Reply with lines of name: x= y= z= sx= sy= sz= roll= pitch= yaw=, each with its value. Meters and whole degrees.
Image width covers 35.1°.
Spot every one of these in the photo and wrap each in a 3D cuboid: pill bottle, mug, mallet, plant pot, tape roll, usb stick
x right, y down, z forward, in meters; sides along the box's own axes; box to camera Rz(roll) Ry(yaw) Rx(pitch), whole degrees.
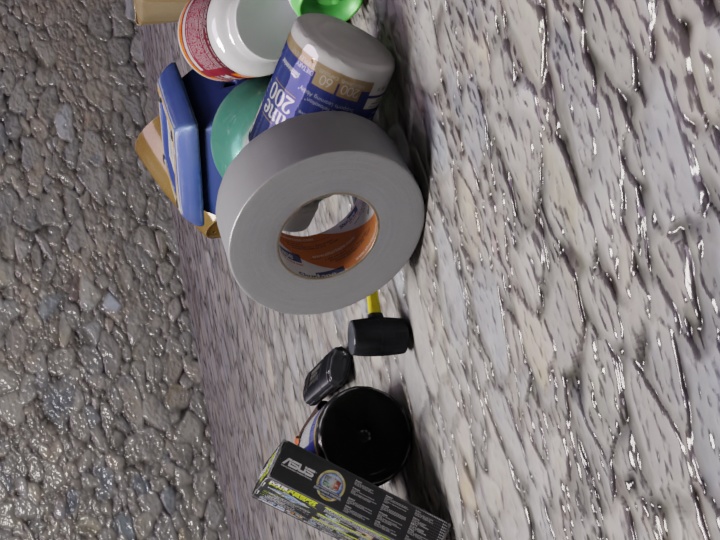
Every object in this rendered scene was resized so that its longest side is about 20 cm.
pill bottle: x=-0.014 y=0.209 z=1.337 sx=0.200 sy=0.110 sz=0.114 roll=125 pitch=134 yaw=-69
pill bottle: x=-0.134 y=-0.277 z=1.301 sx=0.199 sy=0.111 sz=0.115 roll=-164 pitch=65 yaw=-66
mug: x=-0.093 y=-0.160 z=1.334 sx=0.114 sy=0.149 sz=0.189 roll=-138 pitch=42 yaw=-62
mallet: x=0.000 y=0.000 z=1.247 sx=0.041 sy=0.065 sz=0.203 roll=116 pitch=143 yaw=-63
plant pot: x=-0.189 y=-0.189 z=1.623 sx=0.201 sy=0.176 sz=0.203 roll=-115 pitch=21 yaw=-47
tape roll: x=-0.039 y=-0.053 z=1.106 sx=0.067 sy=0.196 sz=0.203 roll=-114 pitch=21 yaw=-44
plant pot: x=-0.273 y=-0.166 z=1.996 sx=0.202 sy=0.184 sz=0.187 roll=63 pitch=160 yaw=16
pill bottle: x=-0.051 y=-0.144 z=1.147 sx=0.202 sy=0.109 sz=0.112 roll=-64 pitch=32 yaw=28
usb stick: x=-0.048 y=0.147 z=1.561 sx=0.200 sy=0.032 sz=0.057 roll=131 pitch=150 yaw=-71

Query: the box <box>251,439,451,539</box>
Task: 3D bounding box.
box: x=-0.016 y=0.259 z=1.237 sx=0.045 sy=0.197 sz=0.160 roll=-64 pitch=2 yaw=-22

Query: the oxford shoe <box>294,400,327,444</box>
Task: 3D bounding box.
oxford shoe: x=-0.046 y=0.223 z=1.592 sx=0.200 sy=0.070 sz=0.074 roll=147 pitch=144 yaw=-79

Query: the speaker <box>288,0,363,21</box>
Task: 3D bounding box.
speaker: x=-0.056 y=-0.359 z=1.208 sx=0.089 sy=0.087 sz=0.203 roll=108 pitch=150 yaw=-59

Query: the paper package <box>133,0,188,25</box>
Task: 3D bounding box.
paper package: x=-0.224 y=-0.447 z=1.558 sx=0.103 sy=0.196 sz=0.195 roll=148 pitch=113 yaw=-73
